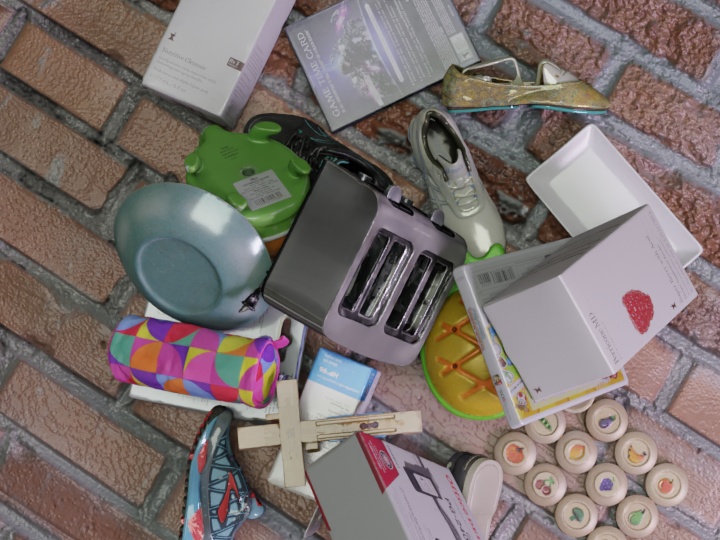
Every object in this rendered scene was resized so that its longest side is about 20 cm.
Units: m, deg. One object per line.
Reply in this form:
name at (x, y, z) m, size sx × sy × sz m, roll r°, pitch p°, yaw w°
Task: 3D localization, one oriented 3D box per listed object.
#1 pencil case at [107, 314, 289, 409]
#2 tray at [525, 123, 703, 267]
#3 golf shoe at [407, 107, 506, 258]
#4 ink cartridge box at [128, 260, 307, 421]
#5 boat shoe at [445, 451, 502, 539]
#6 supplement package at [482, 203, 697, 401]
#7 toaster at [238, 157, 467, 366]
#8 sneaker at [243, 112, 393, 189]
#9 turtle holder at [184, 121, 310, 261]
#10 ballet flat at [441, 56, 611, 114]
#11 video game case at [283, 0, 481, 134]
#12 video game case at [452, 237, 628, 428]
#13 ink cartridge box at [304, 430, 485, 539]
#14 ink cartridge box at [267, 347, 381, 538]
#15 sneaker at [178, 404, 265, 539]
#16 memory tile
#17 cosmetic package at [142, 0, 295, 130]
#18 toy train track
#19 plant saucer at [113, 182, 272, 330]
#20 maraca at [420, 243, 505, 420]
pencil case at (-0.182, 0.100, 1.528) m, size 0.199 × 0.088 × 0.089 m, roll 8°, pitch 85°, yaw 19°
tray at (0.295, -0.064, 1.595) m, size 0.107 × 0.022 × 0.200 m, roll -40°, pitch 82°, yaw 1°
golf shoe at (0.109, -0.096, 1.578) m, size 0.078 × 0.097 × 0.201 m, roll -26°, pitch 84°, yaw 0°
ink cartridge box at (-0.159, 0.071, 1.611) m, size 0.198 × 0.041 × 0.201 m, roll 10°, pitch 85°, yaw 7°
boat shoe at (0.104, 0.305, 1.567) m, size 0.063 × 0.072 × 0.201 m, roll 20°, pitch 92°, yaw 50°
supplement package at (0.251, 0.034, 1.478) m, size 0.119 × 0.200 × 0.122 m, roll -26°, pitch 96°, yaw 46°
toaster at (0.000, 0.000, 1.502) m, size 0.118 × 0.180 × 0.201 m, roll 29°, pitch 93°, yaw 42°
sneaker at (-0.049, -0.135, 1.605) m, size 0.199 × 0.079 × 0.076 m, roll 26°, pitch 87°, yaw 8°
turtle holder at (-0.143, -0.085, 1.565) m, size 0.185 × 0.132 × 0.141 m, roll 24°, pitch 50°, yaw 19°
ballet flat at (0.193, -0.216, 1.593) m, size 0.198 × 0.071 × 0.071 m, roll 2°, pitch 84°, yaw 8°
video game case at (0.026, -0.271, 1.642) m, size 0.199 × 0.019 × 0.144 m, roll -25°, pitch 82°, yaw 3°
video game case at (0.204, 0.065, 1.523) m, size 0.023 × 0.199 × 0.183 m, roll -28°, pitch 80°, yaw 46°
ink cartridge box at (0.048, 0.268, 1.445) m, size 0.083 × 0.200 × 0.146 m, roll -38°, pitch 55°, yaw 16°
ink cartridge box at (-0.047, 0.195, 1.551) m, size 0.067 × 0.116 × 0.201 m, roll 21°, pitch 86°, yaw 8°
sneaker at (-0.154, 0.254, 1.577) m, size 0.095 × 0.079 × 0.202 m, roll 8°, pitch 100°, yaw -1°
memory tile at (0.265, 0.228, 1.570) m, size 0.153 × 0.017 × 0.200 m, roll -45°, pitch 82°, yaw -1°
cosmetic package at (-0.163, -0.284, 1.629) m, size 0.112 × 0.081 × 0.201 m, roll 23°, pitch 87°, yaw 9°
toy train track at (-0.033, 0.174, 1.479) m, size 0.198 × 0.033 × 0.116 m, roll -6°, pitch 76°, yaw 1°
plant saucer at (-0.194, -0.003, 1.517) m, size 0.200 × 0.202 × 0.039 m, roll 24°, pitch 42°, yaw 7°
maraca at (0.136, 0.069, 1.552) m, size 0.136 × 0.107 × 0.202 m, roll -1°, pitch 83°, yaw -2°
